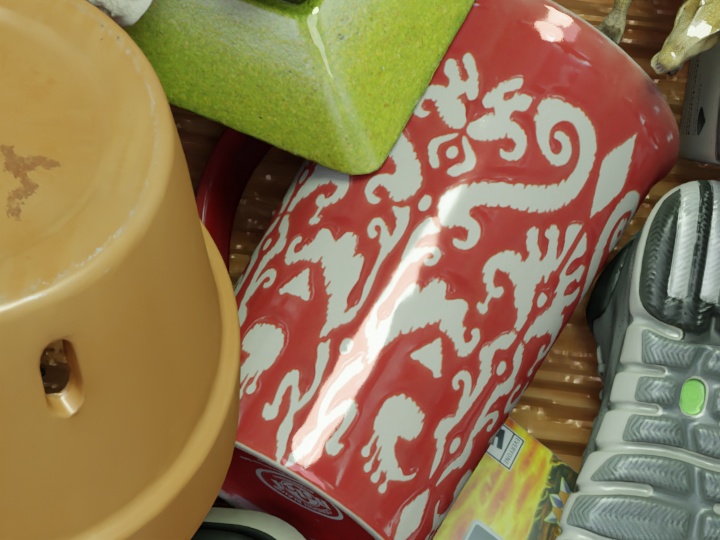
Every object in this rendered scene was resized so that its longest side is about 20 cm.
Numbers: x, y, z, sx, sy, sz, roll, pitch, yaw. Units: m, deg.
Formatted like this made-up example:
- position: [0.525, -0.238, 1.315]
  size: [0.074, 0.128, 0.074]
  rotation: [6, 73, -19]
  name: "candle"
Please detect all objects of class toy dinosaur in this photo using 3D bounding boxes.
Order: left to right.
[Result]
- position: [0.129, -0.151, 0.789]
  size: [0.058, 0.101, 0.202]
  rotation: [10, 65, -16]
  name: "toy dinosaur"

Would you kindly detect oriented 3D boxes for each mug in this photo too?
- position: [0.010, 0.007, 0.789]
  size: [0.133, 0.177, 0.201]
  rotation: [39, 69, -22]
  name: "mug"

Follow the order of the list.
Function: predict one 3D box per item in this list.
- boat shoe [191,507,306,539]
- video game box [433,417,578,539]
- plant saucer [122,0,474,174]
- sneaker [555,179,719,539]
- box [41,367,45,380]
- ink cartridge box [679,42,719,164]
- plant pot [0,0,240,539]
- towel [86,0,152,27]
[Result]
- position: [-0.102, 0.135, 0.799]
  size: [0.201, 0.063, 0.074]
  rotation: [-10, 109, 45]
  name: "boat shoe"
- position: [0.063, 0.178, 0.797]
  size: [0.182, 0.047, 0.201]
  rotation: [40, 54, -10]
  name: "video game box"
- position: [-0.038, -0.159, 0.768]
  size: [0.199, 0.048, 0.201]
  rotation: [22, 73, 25]
  name: "plant saucer"
- position: [0.118, 0.065, 0.815]
  size: [0.074, 0.115, 0.202]
  rotation: [15, 90, -5]
  name: "sneaker"
- position: [-0.177, 0.111, 0.780]
  size: [0.036, 0.200, 0.145]
  rotation: [20, 94, -2]
  name: "box"
- position: [0.182, -0.106, 0.761]
  size: [0.083, 0.200, 0.147]
  rotation: [9, 94, 1]
  name: "ink cartridge box"
- position: [-0.131, -0.001, 0.632]
  size: [0.198, 0.140, 0.201]
  rotation: [5, 52, -6]
  name: "plant pot"
- position: [-0.114, -0.193, 0.701]
  size: [0.132, 0.034, 0.201]
  rotation: [31, 50, -32]
  name: "towel"
